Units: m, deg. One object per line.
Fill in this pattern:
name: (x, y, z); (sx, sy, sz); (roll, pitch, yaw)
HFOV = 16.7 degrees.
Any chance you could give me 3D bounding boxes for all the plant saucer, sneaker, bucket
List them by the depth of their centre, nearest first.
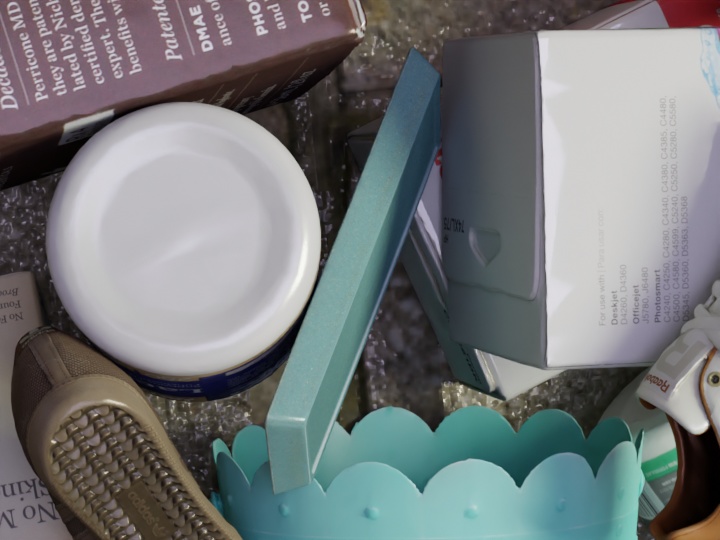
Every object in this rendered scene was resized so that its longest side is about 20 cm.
sneaker: (0.161, 0.026, 1.000); (0.084, 0.073, 0.201); (6, 94, -18)
sneaker: (-0.095, 0.103, 1.060); (0.070, 0.076, 0.200); (-25, 130, -8)
plant saucer: (0.000, 0.000, 1.072); (0.019, 0.070, 0.200); (16, 60, 12)
bucket: (0.033, 0.141, 1.145); (0.206, 0.207, 0.135); (-2, 94, -14)

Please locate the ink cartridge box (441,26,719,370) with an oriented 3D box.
ink cartridge box: (0.151, -0.036, 1.107); (0.199, 0.147, 0.147); (-2, 94, -15)

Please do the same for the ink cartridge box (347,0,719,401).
ink cartridge box: (0.114, -0.045, 1.216); (0.200, 0.084, 0.145); (-26, 98, -13)

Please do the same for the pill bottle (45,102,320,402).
pill bottle: (-0.075, -0.001, 1.101); (0.115, 0.200, 0.116); (0, 82, -1)

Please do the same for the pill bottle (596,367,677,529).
pill bottle: (0.216, 0.132, 1.233); (0.113, 0.113, 0.200); (-40, 101, -10)

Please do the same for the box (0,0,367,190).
box: (-0.127, -0.139, 1.101); (0.199, 0.166, 0.165); (-19, 89, -13)

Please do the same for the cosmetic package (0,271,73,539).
cosmetic package: (-0.177, 0.112, 1.112); (0.103, 0.073, 0.201); (-12, 71, -5)
